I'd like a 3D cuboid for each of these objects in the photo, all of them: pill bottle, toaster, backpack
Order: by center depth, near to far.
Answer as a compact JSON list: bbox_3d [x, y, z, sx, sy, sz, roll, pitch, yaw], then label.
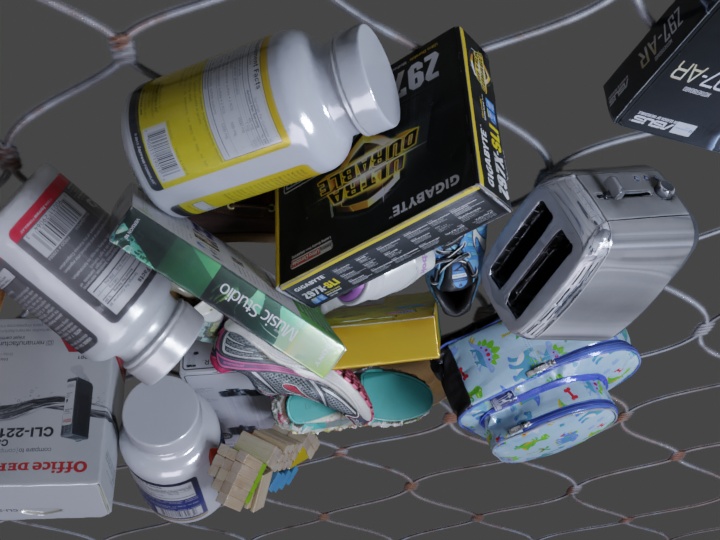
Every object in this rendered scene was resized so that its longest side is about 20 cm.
[{"bbox_3d":[-0.075,-0.119,0.816,0.199,0.112,0.112,-16,144,18],"label":"pill bottle"},{"bbox_3d":[-0.239,0.010,0.936,0.200,0.111,0.111,43,130,-16],"label":"pill bottle"},{"bbox_3d":[0.200,-0.009,0.967,0.129,0.114,0.200,0,139,-33],"label":"toaster"},{"bbox_3d":[0.201,0.116,1.135,0.199,0.147,0.183,-29,155,9],"label":"backpack"},{"bbox_3d":[-0.208,0.198,1.178,0.110,0.112,0.200,-2,148,-1],"label":"pill bottle"}]

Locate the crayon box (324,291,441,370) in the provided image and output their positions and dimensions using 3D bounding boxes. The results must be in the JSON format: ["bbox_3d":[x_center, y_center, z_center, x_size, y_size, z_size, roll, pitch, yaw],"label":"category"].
[{"bbox_3d":[0.015,0.060,1.047,0.126,0.051,0.200,-6,-177,6],"label":"crayon box"}]

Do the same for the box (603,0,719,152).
[{"bbox_3d":[0.323,-0.162,0.844,0.199,0.044,0.160,11,143,-21],"label":"box"}]

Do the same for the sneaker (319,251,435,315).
[{"bbox_3d":[0.000,0.000,0.988,0.099,0.075,0.200,-13,-174,-23],"label":"sneaker"}]

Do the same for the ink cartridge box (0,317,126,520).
[{"bbox_3d":[-0.334,0.156,1.125,0.143,0.201,0.084,-1,146,-3],"label":"ink cartridge box"}]

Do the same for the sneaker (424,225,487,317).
[{"bbox_3d":[0.092,-0.027,0.985,0.078,0.090,0.200,-7,145,5],"label":"sneaker"}]

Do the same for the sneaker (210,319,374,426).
[{"bbox_3d":[-0.068,0.109,1.117,0.200,0.081,0.075,35,96,-23],"label":"sneaker"}]

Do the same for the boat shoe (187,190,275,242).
[{"bbox_3d":[-0.095,-0.060,0.943,0.199,0.070,0.071,-5,107,-8],"label":"boat shoe"}]

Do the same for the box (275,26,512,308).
[{"bbox_3d":[0.018,-0.080,0.838,0.199,0.160,0.049,-26,139,31],"label":"box"}]

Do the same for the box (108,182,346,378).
[{"bbox_3d":[-0.111,0.005,0.856,0.200,0.144,0.036,33,94,-16],"label":"box"}]

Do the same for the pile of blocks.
[{"bbox_3d":[-0.120,0.214,1.176,0.062,0.082,0.200,21,-169,23],"label":"pile of blocks"}]

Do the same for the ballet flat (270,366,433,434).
[{"bbox_3d":[-0.014,0.148,1.204,0.199,0.076,0.064,1,169,-27],"label":"ballet flat"}]

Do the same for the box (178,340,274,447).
[{"bbox_3d":[-0.136,0.139,1.241,0.116,0.060,0.200,-5,147,4],"label":"box"}]

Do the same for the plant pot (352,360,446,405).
[{"bbox_3d":[0.020,0.121,1.258,0.199,0.028,0.200,-3,146,-2],"label":"plant pot"}]

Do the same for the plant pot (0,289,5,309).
[{"bbox_3d":[-0.451,0.051,1.016,0.199,0.141,0.200,-3,146,-2],"label":"plant pot"}]

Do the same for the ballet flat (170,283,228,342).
[{"bbox_3d":[-0.186,0.012,1.048,0.071,0.069,0.200,-29,134,29],"label":"ballet flat"}]
